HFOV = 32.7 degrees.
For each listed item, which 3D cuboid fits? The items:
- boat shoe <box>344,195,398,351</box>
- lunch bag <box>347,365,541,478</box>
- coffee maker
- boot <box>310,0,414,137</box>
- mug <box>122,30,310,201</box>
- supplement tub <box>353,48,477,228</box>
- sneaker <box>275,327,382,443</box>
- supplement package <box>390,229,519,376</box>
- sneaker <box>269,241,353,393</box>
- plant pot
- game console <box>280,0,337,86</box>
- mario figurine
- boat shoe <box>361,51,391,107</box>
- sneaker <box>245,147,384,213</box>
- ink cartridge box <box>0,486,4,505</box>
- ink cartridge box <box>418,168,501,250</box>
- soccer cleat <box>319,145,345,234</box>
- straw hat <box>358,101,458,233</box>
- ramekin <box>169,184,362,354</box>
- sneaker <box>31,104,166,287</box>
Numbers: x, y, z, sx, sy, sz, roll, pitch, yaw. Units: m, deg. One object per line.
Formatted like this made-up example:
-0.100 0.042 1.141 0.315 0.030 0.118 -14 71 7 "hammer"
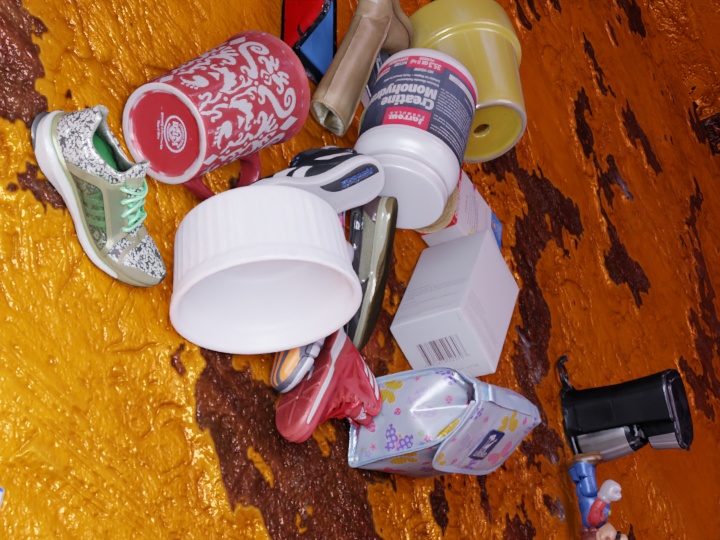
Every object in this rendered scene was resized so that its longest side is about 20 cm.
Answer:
0.000 0.000 1.541 0.072 0.065 0.204 -42 146 -68 "boat shoe"
0.103 0.191 1.522 0.169 0.198 0.129 23 54 -55 "lunch bag"
0.456 0.233 2.124 0.194 0.198 0.135 65 29 -14 "coffee maker"
0.000 -0.273 1.665 0.202 0.065 0.175 -69 157 -15 "boot"
-0.149 -0.156 1.342 0.200 0.132 0.180 -38 106 -56 "mug"
0.068 -0.171 1.578 0.140 0.139 0.202 47 46 -38 "supplement tub"
-0.023 0.153 1.424 0.116 0.078 0.201 48 34 -16 "sneaker"
0.138 0.054 1.745 0.118 0.116 0.201 58 32 -23 "supplement package"
-0.090 0.033 1.411 0.111 0.077 0.202 28 65 -20 "sneaker"
0.157 -0.273 1.828 0.200 0.199 0.191 34 31 -48 "plant pot"
-0.043 -0.369 1.662 0.117 0.172 0.203 14 58 -27 "game console"
0.405 0.408 2.040 0.123 0.105 0.203 27 51 -55 "mario figurine"
0.055 -0.233 1.795 0.072 0.067 0.202 -33 103 -52 "boat shoe"
-0.080 -0.089 1.410 0.198 0.112 0.074 -18 112 -25 "sneaker"
-0.355 0.220 0.863 0.197 0.047 0.202 40 41 -43 "ink cartridge box"
0.142 -0.080 1.875 0.200 0.067 0.117 49 36 -37 "ink cartridge box"
-0.056 -0.054 1.516 0.069 0.086 0.203 19 78 -26 "soccer cleat"
0.041 -0.136 1.701 0.199 0.085 0.204 18 62 -37 "straw hat"
-0.102 -0.002 1.276 0.200 0.199 0.099 32 40 -50 "ramekin"
-0.234 -0.072 1.183 0.201 0.088 0.077 60 31 -22 "sneaker"
